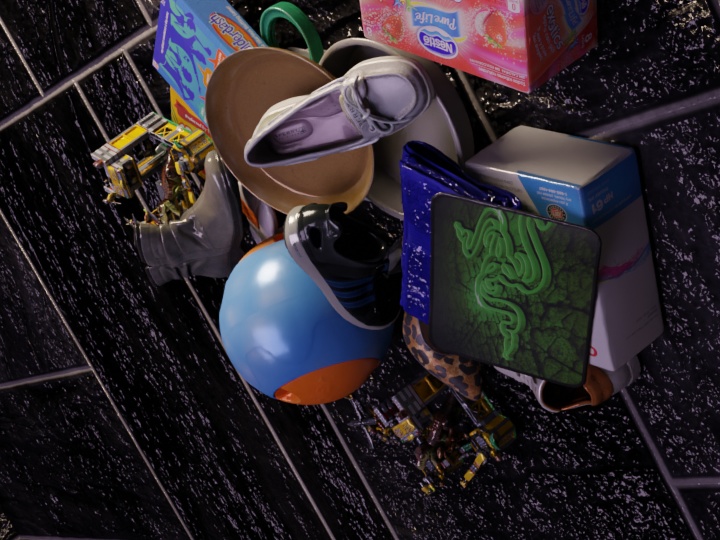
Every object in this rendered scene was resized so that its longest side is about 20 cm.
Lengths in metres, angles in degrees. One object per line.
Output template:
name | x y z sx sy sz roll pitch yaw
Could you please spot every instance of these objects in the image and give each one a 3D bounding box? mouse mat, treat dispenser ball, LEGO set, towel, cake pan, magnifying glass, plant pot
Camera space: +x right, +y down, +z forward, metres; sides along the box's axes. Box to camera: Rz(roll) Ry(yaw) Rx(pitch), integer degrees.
mouse mat | 0.138 0.021 1.366 0.160 0.008 0.201 15 133 18
treat dispenser ball | -0.061 0.052 1.688 0.201 0.201 0.202 34 142 31
LEGO set | 0.071 0.190 1.699 0.154 0.116 0.200 58 149 -5
towel | 0.090 -0.012 1.418 0.147 0.049 0.201 35 144 37
cake pan | 0.036 -0.142 1.457 0.200 0.037 0.201 33 142 31
LEGO set | -0.240 -0.086 1.785 0.154 0.116 0.201 34 150 32
magnifying glass | -0.048 -0.184 1.544 0.079 0.022 0.201 -7 114 55
plant pot | -0.068 -0.141 1.497 0.199 0.028 0.201 19 133 22

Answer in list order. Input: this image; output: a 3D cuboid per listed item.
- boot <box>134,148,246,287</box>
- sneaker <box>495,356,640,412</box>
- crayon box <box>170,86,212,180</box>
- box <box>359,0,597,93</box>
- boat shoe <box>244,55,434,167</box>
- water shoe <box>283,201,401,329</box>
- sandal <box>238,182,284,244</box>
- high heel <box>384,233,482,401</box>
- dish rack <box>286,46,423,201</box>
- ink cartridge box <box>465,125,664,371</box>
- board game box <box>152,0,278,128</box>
boot | -0.199 -0.051 1.696 0.201 0.130 0.068 88 173 -49
sneaker | 0.185 0.099 1.514 0.200 0.085 0.073 2 123 54
crayon box | -0.168 -0.189 1.753 0.127 0.051 0.201 37 143 28
box | 0.100 -0.242 1.299 0.200 0.102 0.095 25 138 38
boat shoe | -0.021 -0.143 1.394 0.201 0.065 0.075 -13 115 32
water shoe | 0.000 0.000 1.533 0.079 0.072 0.200 -11 145 33
sandal | -0.102 -0.065 1.781 0.079 0.059 0.207 53 170 16
high heel | 0.095 0.041 1.588 0.201 0.071 0.143 61 155 7
dish rack | 0.008 -0.153 1.558 0.200 0.043 0.172 20 133 44
ink cartridge box | 0.193 -0.021 1.392 0.144 0.085 0.201 18 134 46
board game box | -0.145 -0.210 1.605 0.200 0.045 0.152 48 151 16
